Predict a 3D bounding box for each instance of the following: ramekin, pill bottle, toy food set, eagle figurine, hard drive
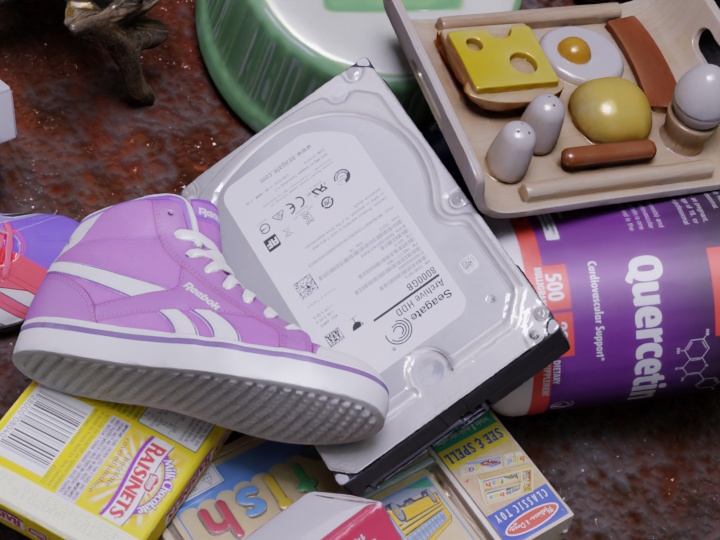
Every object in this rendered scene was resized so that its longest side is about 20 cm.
[{"bbox_3d":[0.004,-0.171,1.033,0.198,0.098,0.202,4,68,-11],"label":"ramekin"},{"bbox_3d":[0.161,0.015,0.952,0.198,0.113,0.113,-7,61,-5],"label":"pill bottle"},{"bbox_3d":[0.122,-0.110,0.931,0.198,0.061,0.144,-7,54,-24],"label":"toy food set"},{"bbox_3d":[-0.196,-0.199,0.983,0.150,0.152,0.200,-25,67,-38],"label":"eagle figurine"},{"bbox_3d":[0.000,0.000,0.901,0.139,0.038,0.201,-35,63,3],"label":"hard drive"}]

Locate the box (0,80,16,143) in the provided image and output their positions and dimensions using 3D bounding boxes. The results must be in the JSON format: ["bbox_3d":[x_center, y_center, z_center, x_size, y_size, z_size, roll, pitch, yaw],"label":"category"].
[{"bbox_3d":[-0.306,-0.086,0.919,0.199,0.037,0.144,-22,41,-33],"label":"box"}]

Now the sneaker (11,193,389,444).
[{"bbox_3d":[-0.070,0.015,0.860,0.198,0.073,0.115,12,61,16],"label":"sneaker"}]

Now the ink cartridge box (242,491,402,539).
[{"bbox_3d":[-0.015,0.224,0.772,0.147,0.085,0.201,-35,101,-27],"label":"ink cartridge box"}]

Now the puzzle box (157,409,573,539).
[{"bbox_3d":[-0.004,0.129,0.902,0.199,0.026,0.133,-25,59,-25],"label":"puzzle box"}]

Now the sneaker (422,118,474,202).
[{"bbox_3d":[0.124,-0.050,1.020,0.198,0.079,0.090,5,57,-11],"label":"sneaker"}]

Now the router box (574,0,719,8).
[{"bbox_3d":[0.253,-0.199,1.088,0.198,0.157,0.053,5,87,-10],"label":"router box"}]

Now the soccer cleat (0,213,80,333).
[{"bbox_3d":[-0.236,-0.006,0.911,0.198,0.073,0.069,-5,61,-16],"label":"soccer cleat"}]

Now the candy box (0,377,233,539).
[{"bbox_3d":[-0.115,0.066,0.907,0.102,0.027,0.201,27,51,10],"label":"candy box"}]
